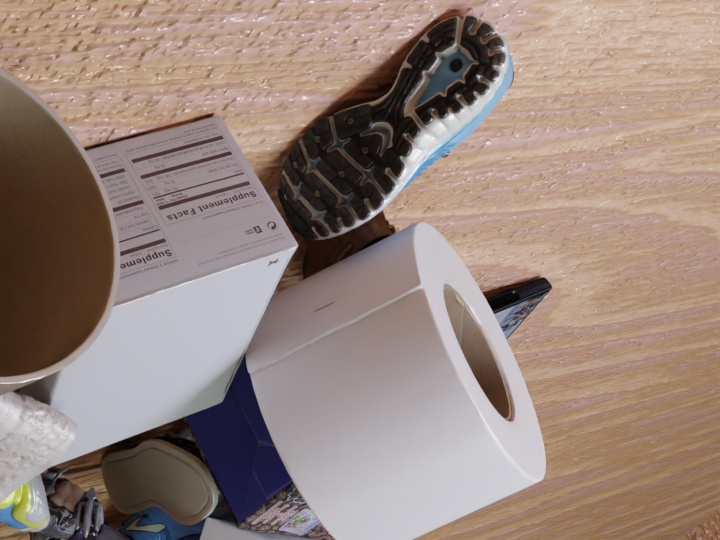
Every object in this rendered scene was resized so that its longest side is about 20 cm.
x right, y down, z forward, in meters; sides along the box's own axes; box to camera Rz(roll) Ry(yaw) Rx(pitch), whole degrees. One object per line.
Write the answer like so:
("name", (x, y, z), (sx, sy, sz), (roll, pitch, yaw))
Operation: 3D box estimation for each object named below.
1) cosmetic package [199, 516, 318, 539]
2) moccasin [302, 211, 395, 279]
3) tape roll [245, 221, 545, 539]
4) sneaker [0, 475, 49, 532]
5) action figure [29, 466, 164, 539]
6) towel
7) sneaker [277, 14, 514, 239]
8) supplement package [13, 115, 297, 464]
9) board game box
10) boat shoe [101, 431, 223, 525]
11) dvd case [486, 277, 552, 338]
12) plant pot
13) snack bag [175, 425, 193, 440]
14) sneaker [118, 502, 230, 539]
("cosmetic package", (-0.055, 0.255, 1.436), (0.200, 0.112, 0.081), (24, 84, -69))
("moccasin", (0.001, -0.001, 1.342), (0.073, 0.078, 0.202), (-26, 158, -18))
("tape roll", (0.026, 0.084, 1.229), (0.139, 0.203, 0.203), (-27, 160, 15))
("sneaker", (-0.296, 0.148, 1.283), (0.105, 0.076, 0.200), (-17, 148, -7))
("action figure", (-0.216, 0.221, 1.426), (0.070, 0.200, 0.130), (-63, -164, -18))
("towel", (-0.289, 0.122, 1.065), (0.200, 0.035, 0.132), (-34, 138, 23))
("sneaker", (0.033, -0.087, 1.204), (0.200, 0.079, 0.090), (-38, 161, 14))
("supplement package", (-0.155, 0.018, 1.125), (0.155, 0.111, 0.200), (-19, 154, -31))
("board game box", (-0.044, 0.125, 1.407), (0.097, 0.160, 0.200), (-39, 152, 17))
("boat shoe", (-0.151, 0.168, 1.435), (0.060, 0.074, 0.200), (-21, -179, -30))
("dvd case", (0.087, 0.076, 1.674), (0.200, 0.018, 0.143), (-19, 155, -45))
("plant pot", (-0.260, 0.009, 0.909), (0.200, 0.188, 0.187), (-31, 163, 39))
("snack bag", (-0.078, 0.119, 1.570), (0.200, 0.021, 0.189), (1, 140, -50))
("sneaker", (-0.180, 0.231, 1.596), (0.199, 0.090, 0.078), (-20, 177, 27))
